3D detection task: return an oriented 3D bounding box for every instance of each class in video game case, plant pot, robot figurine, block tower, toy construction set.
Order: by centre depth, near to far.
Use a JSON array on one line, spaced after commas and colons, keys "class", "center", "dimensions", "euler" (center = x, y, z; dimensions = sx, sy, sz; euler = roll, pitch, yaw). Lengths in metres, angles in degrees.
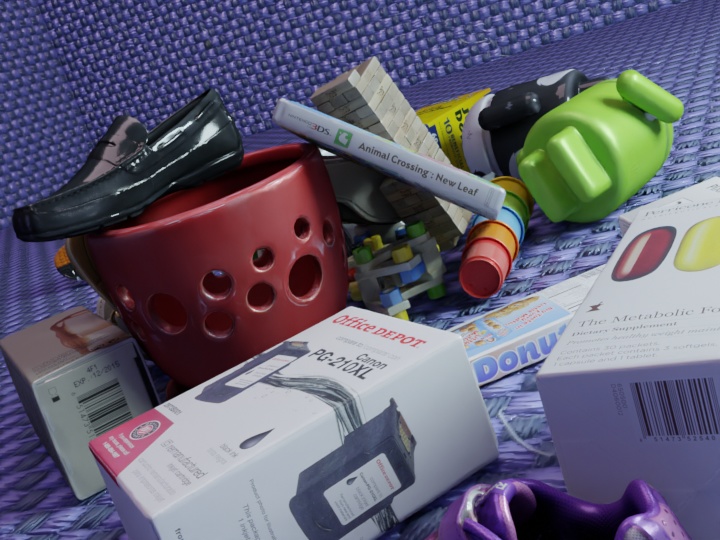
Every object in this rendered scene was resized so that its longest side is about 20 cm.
[{"class": "plant pot", "center": [-0.099, 0.014, 0.744], "dimensions": [0.197, 0.185, 0.201], "euler": [-18, 15, 5]}, {"class": "video game case", "center": [0.033, -0.086, 0.752], "dimensions": [0.180, 0.022, 0.200], "euler": [23, 5, 7]}, {"class": "toy construction set", "center": [0.000, 0.000, 0.874], "dimensions": [0.198, 0.094, 0.131], "euler": [10, 31, 41]}, {"class": "block tower", "center": [0.039, -0.111, 0.883], "dimensions": [0.054, 0.201, 0.058], "euler": [-18, 31, 40]}, {"class": "robot figurine", "center": [0.241, -0.123, 0.926], "dimensions": [0.199, 0.116, 0.175], "euler": [-33, -5, -41]}, {"class": "robot figurine", "center": [0.217, -0.164, 1.095], "dimensions": [0.197, 0.151, 0.125], "euler": [-10, 33, 34]}]

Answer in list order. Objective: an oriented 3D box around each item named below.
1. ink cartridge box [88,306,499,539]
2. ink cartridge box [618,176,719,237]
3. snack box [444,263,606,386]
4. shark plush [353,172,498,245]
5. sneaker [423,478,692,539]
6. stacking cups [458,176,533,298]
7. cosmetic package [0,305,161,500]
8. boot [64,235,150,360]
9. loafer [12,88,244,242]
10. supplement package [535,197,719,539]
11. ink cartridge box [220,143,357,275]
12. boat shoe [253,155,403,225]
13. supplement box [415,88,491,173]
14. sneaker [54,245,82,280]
[{"class": "ink cartridge box", "center": [-0.040, 0.106, 0.540], "dimensions": [0.198, 0.086, 0.144], "euler": [-27, 17, -24]}, {"class": "ink cartridge box", "center": [0.308, -0.034, 0.671], "dimensions": [0.174, 0.045, 0.200], "euler": [-21, 15, 0]}, {"class": "snack box", "center": [0.114, 0.047, 0.670], "dimensions": [0.197, 0.025, 0.072], "euler": [-22, 16, -8]}, {"class": "shark plush", "center": [0.080, -0.071, 0.993], "dimensions": [0.197, 0.085, 0.091], "euler": [-23, 5, -17]}, {"class": "sneaker", "center": [0.046, 0.125, 0.360], "dimensions": [0.197, 0.090, 0.081], "euler": [-13, 17, 28]}, {"class": "stacking cups", "center": [0.128, -0.036, 0.869], "dimensions": [0.060, 0.061, 0.200], "euler": [-14, 16, 20]}, {"class": "cosmetic package", "center": [-0.236, 0.102, 0.771], "dimensions": [0.086, 0.105, 0.199], "euler": [-25, 18, -24]}, {"class": "boot", "center": [-0.221, 0.026, 0.871], "dimensions": [0.153, 0.200, 0.073], "euler": [-4, 52, 49]}, {"class": "loafer", "center": [-0.176, -0.080, 0.689], "dimensions": [0.067, 0.071, 0.199], "euler": [0, 26, 48]}, {"class": "supplement package", "center": [0.174, 0.046, 0.430], "dimensions": [0.112, 0.111, 0.200], "euler": [-9, 18, 32]}, {"class": "ink cartridge box", "center": [-0.062, -0.052, 1.005], "dimensions": [0.199, 0.149, 0.082], "euler": [-31, 20, -35]}, {"class": "boat shoe", "center": [-0.032, -0.080, 0.901], "dimensions": [0.197, 0.068, 0.057], "euler": [3, -5, -35]}, {"class": "supplement box", "center": [0.105, -0.161, 1.248], "dimensions": [0.108, 0.110, 0.200], "euler": [-8, 19, 38]}, {"class": "sneaker", "center": [-0.422, -0.033, 1.564], "dimensions": [0.197, 0.077, 0.092], "euler": [-15, 6, -14]}]
